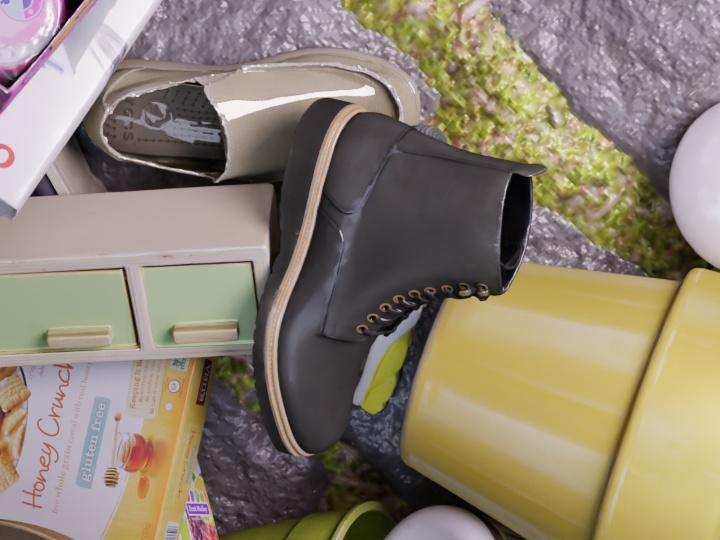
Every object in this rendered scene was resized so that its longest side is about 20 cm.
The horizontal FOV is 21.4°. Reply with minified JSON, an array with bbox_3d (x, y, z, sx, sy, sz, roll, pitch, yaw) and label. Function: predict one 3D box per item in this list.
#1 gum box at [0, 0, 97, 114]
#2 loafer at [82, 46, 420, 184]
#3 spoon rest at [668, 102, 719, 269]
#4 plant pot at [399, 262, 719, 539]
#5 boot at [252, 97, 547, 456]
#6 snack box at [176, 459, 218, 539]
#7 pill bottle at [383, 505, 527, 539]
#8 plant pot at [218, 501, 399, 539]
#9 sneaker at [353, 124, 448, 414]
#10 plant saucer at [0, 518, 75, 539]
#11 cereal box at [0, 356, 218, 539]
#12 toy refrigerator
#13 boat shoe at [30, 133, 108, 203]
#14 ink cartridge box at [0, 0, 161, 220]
[{"bbox_3d":[-0.137,-0.173,0.928,0.066,0.113,0.200,40,78,-10],"label":"gum box"},{"bbox_3d":[-0.064,-0.082,1.092,0.198,0.068,0.076,-3,115,3],"label":"loafer"},{"bbox_3d":[0.262,-0.019,1.096,0.199,0.061,0.100,34,79,-8],"label":"spoon rest"},{"bbox_3d":[0.132,0.081,1.097,0.188,0.201,0.202,20,117,13],"label":"plant pot"},{"bbox_3d":[0.021,0.020,1.028,0.137,0.077,0.202,16,113,27],"label":"boot"},{"bbox_3d":[-0.200,0.132,1.182,0.199,0.053,0.143,-19,79,14],"label":"snack box"},{"bbox_3d":[0.102,0.218,1.170,0.199,0.110,0.109,25,119,-39],"label":"pill bottle"},{"bbox_3d":[-0.079,0.249,1.199,0.191,0.201,0.202,-4,116,20],"label":"plant pot"},{"bbox_3d":[0.000,0.000,1.114,0.084,0.075,0.201,15,125,0],"label":"sneaker"},{"bbox_3d":[-0.182,0.218,1.113,0.199,0.035,0.202,12,123,19],"label":"plant saucer"},{"bbox_3d":[-0.193,0.094,1.136,0.198,0.040,0.145,10,85,18],"label":"cereal box"},{"bbox_3d":[-0.145,0.006,1.079,0.198,0.070,0.076,-3,126,3],"label":"toy refrigerator"},{"bbox_3d":[-0.198,-0.062,1.116,0.062,0.073,0.201,-19,117,11],"label":"boat shoe"},{"bbox_3d":[-0.190,-0.150,1.016,0.146,0.086,0.201,34,79,-11],"label":"ink cartridge box"}]
